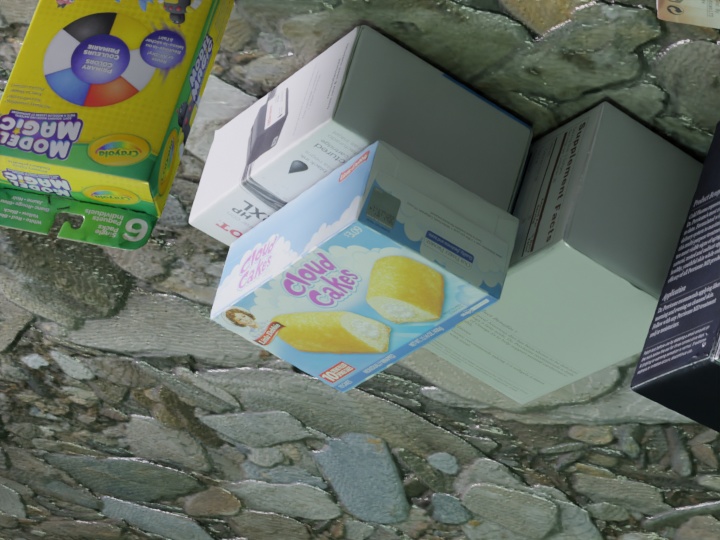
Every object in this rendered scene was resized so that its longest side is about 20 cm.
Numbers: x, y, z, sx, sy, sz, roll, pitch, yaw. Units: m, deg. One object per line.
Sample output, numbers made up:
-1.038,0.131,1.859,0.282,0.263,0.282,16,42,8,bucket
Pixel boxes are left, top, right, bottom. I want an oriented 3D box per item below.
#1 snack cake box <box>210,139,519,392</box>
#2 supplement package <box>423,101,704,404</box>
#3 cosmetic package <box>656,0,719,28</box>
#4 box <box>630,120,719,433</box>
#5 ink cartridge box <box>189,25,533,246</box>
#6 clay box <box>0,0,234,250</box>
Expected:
0.000,0.000,1.852,0.115,0.067,0.200,28,148,-20,snack cake box
0.136,-0.008,1.887,0.117,0.118,0.200,31,148,-22,supplement package
0.269,-0.185,1.540,0.199,0.104,0.087,11,151,14,cosmetic package
0.303,0.018,1.748,0.200,0.197,0.124,26,162,-14,box
-0.003,-0.064,1.899,0.145,0.084,0.200,29,148,-21,ink cartridge box
-0.163,-0.113,1.784,0.115,0.200,0.048,10,149,12,clay box
